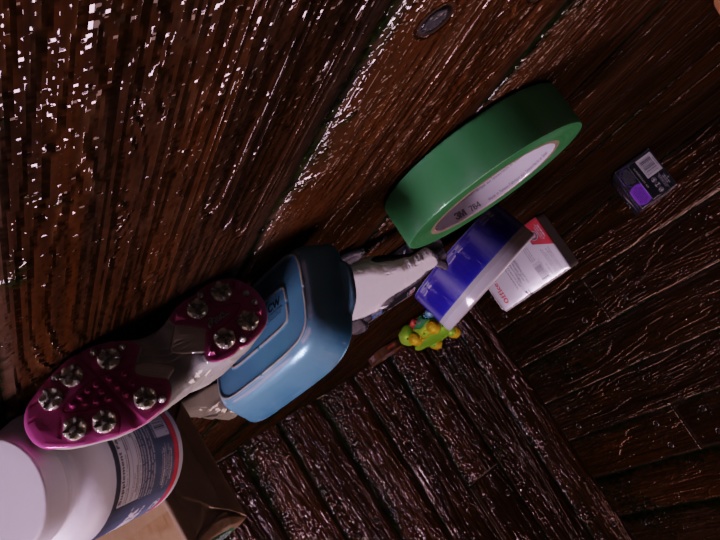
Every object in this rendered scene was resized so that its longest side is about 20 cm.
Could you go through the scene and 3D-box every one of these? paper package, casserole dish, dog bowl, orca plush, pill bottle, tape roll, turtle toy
[{"bbox_3d":[-0.277,0.300,0.933,0.200,0.191,0.103,-40,169,30],"label":"paper package"},{"bbox_3d":[-0.078,0.055,0.646,0.039,0.122,0.200,16,139,-37],"label":"casserole dish"},{"bbox_3d":[0.178,-0.005,1.133,0.200,0.079,0.200,-47,170,-10],"label":"dog bowl"},{"bbox_3d":[0.000,0.000,0.830,0.199,0.071,0.106,-36,127,-14],"label":"orca plush"},{"bbox_3d":[-0.247,0.174,0.618,0.119,0.120,0.200,-34,170,8],"label":"pill bottle"},{"bbox_3d":[0.117,-0.098,0.698,0.199,0.048,0.201,-32,170,-6],"label":"tape roll"},{"bbox_3d":[0.201,0.183,2.220,0.199,0.102,0.145,-36,147,30],"label":"turtle toy"}]

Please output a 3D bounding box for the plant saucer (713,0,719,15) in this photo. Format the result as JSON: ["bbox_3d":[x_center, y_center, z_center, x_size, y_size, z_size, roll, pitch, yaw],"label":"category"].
[{"bbox_3d":[0.454,-0.296,0.702,0.198,0.038,0.200,-16,171,-3],"label":"plant saucer"}]

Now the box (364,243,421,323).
[{"bbox_3d":[-0.002,0.050,1.047,0.198,0.050,0.200,-32,171,-3],"label":"box"}]

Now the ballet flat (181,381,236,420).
[{"bbox_3d":[-0.172,0.170,1.019,0.199,0.070,0.069,-26,168,-36],"label":"ballet flat"}]

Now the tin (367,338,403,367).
[{"bbox_3d":[0.088,0.302,2.640,0.112,0.042,0.200,-34,171,-23],"label":"tin"}]

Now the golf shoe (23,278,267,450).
[{"bbox_3d":[-0.163,0.085,0.577,0.199,0.076,0.092,-28,163,-22],"label":"golf shoe"}]

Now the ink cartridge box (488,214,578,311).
[{"bbox_3d":[0.395,-0.017,1.734,0.200,0.145,0.084,-39,169,30],"label":"ink cartridge box"}]

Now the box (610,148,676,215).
[{"bbox_3d":[0.745,-0.230,1.908,0.106,0.123,0.200,-36,171,12],"label":"box"}]
